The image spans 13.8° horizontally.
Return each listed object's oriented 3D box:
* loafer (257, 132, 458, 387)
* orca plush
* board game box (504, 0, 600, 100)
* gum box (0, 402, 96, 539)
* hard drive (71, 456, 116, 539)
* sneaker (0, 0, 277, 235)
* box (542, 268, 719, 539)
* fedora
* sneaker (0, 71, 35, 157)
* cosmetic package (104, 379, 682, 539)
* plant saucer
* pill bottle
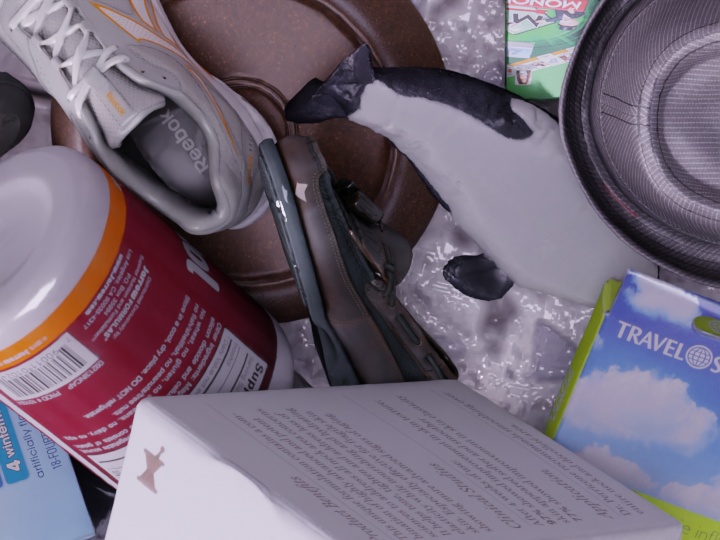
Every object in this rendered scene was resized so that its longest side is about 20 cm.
[{"bbox_3d":[0.000,0.000,1.396,0.063,0.072,0.200,-18,141,-1],"label":"loafer"},{"bbox_3d":[0.054,-0.049,1.412,0.200,0.071,0.105,18,109,-20],"label":"orca plush"},{"bbox_3d":[0.167,-0.148,1.401,0.200,0.029,0.135,0,102,7],"label":"board game box"},{"bbox_3d":[-0.248,0.080,1.428,0.200,0.045,0.170,-19,86,-11],"label":"gum box"},{"bbox_3d":[-0.186,0.172,1.500,0.135,0.042,0.200,22,103,2],"label":"hard drive"},{"bbox_3d":[-0.116,-0.096,1.379,0.200,0.092,0.076,43,102,-3],"label":"sneaker"},{"bbox_3d":[0.146,0.096,1.422,0.122,0.048,0.200,19,113,-3],"label":"box"},{"bbox_3d":[0.193,-0.070,1.337,0.200,0.090,0.177,9,100,-7],"label":"fedora"},{"bbox_3d":[-0.235,-0.022,1.380,0.200,0.091,0.067,-26,140,-5],"label":"sneaker"},{"bbox_3d":[0.004,0.158,1.348,0.167,0.200,0.167,33,115,44],"label":"cosmetic package"},{"bbox_3d":[-0.055,-0.068,1.442,0.200,0.034,0.201,1,102,6],"label":"plant saucer"},{"bbox_3d":[-0.105,0.039,1.395,0.113,0.113,0.200,-38,128,12],"label":"pill bottle"}]
